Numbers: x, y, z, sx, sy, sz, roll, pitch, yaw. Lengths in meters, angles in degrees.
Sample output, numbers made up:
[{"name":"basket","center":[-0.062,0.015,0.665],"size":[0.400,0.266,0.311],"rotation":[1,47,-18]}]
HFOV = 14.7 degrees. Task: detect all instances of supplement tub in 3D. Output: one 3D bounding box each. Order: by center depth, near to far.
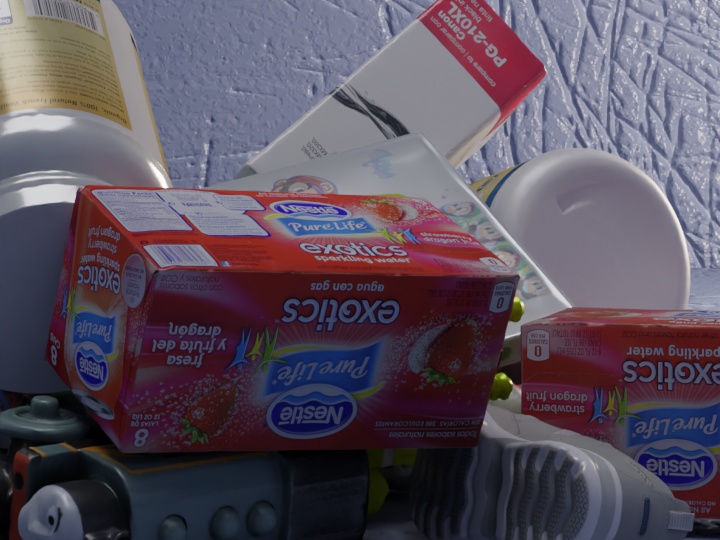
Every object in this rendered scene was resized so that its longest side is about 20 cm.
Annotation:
[{"name":"supplement tub","center":[-0.170,-0.049,1.423],"size":[0.143,0.145,0.201],"rotation":[-1,40,-15]},{"name":"supplement tub","center":[0.094,0.013,1.729],"size":[0.144,0.146,0.200],"rotation":[-3,-9,-31]}]

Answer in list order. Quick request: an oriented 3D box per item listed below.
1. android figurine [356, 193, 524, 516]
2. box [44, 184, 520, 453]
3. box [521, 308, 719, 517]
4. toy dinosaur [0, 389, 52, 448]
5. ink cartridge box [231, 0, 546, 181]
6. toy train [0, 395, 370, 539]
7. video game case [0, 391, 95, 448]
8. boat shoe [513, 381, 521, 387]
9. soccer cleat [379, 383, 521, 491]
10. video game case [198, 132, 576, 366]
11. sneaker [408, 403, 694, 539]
[{"name":"android figurine","center":[-0.008,0.045,1.448],"size":[0.199,0.183,0.041],"rotation":[-1,24,-25]},{"name":"box","center":[-0.037,0.023,1.331],"size":[0.199,0.096,0.100],"rotation":[1,24,-31]},{"name":"box","center":[0.188,0.074,1.453],"size":[0.198,0.101,0.095],"rotation":[0,4,19]},{"name":"toy dinosaur","center":[-0.222,0.083,1.479],"size":[0.180,0.106,0.200],"rotation":[5,3,19]},{"name":"ink cartridge box","center":[0.004,-0.072,1.761],"size":[0.200,0.084,0.145],"rotation":[-42,-3,-24]},{"name":"toy train","center":[-0.090,0.104,1.329],"size":[0.199,0.086,0.114],"rotation":[-4,15,-41]},{"name":"video game case","center":[-0.106,0.062,1.566],"size":[0.181,0.024,0.200],"rotation":[16,38,40]},{"name":"boat shoe","center":[0.027,0.085,1.676],"size":[0.199,0.066,0.073],"rotation":[2,4,24]},{"name":"soccer cleat","center":[0.000,0.098,1.554],"size":[0.199,0.070,0.086],"rotation":[-4,12,28]},{"name":"video game case","center":[0.000,0.000,1.578],"size":[0.181,0.024,0.200],"rotation":[-16,40,-21]},{"name":"sneaker","center":[0.088,0.111,1.380],"size":[0.081,0.075,0.200],"rotation":[13,4,-26]}]
